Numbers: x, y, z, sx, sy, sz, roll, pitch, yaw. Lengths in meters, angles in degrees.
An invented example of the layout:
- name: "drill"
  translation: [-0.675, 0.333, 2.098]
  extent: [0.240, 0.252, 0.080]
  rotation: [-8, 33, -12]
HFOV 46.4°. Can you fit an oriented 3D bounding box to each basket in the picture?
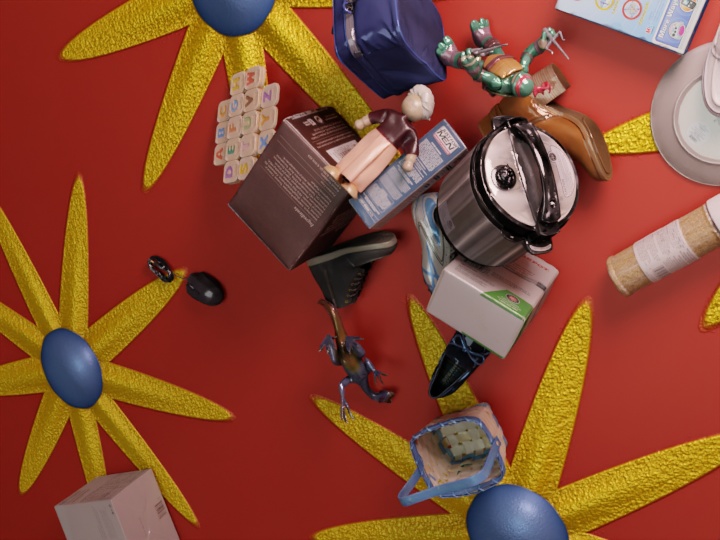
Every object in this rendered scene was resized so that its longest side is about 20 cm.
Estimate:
- name: "basket"
  translation: [0.166, 0.323, 1.439]
  extent: [0.174, 0.199, 0.141]
  rotation: [-24, 95, 33]

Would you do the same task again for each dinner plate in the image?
- name: "dinner plate"
  translation: [0.510, -0.219, 1.184]
  extent: [0.196, 0.024, 0.205]
  rotation: [10, 111, 27]

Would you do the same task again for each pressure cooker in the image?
- name: "pressure cooker"
  translation: [0.219, -0.111, 1.224]
  extent: [0.175, 0.180, 0.200]
  rotation: [37, 154, -4]

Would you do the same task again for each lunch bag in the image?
- name: "lunch bag"
  translation: [0.034, -0.359, 1.284]
  extent: [0.130, 0.199, 0.139]
  rotation: [-13, 67, 29]

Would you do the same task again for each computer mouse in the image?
- name: "computer mouse"
  translation: [-0.364, 0.021, 1.725]
  extent: [0.197, 0.034, 0.060]
  rotation: [22, 116, 21]

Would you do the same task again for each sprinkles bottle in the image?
- name: "sprinkles bottle"
  translation: [0.463, -0.036, 1.241]
  extent: [0.199, 0.068, 0.069]
  rotation: [-34, 89, 32]

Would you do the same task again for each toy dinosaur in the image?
- name: "toy dinosaur"
  translation: [0.002, 0.170, 1.546]
  extent: [0.103, 0.182, 0.204]
  rotation: [-15, 58, 15]

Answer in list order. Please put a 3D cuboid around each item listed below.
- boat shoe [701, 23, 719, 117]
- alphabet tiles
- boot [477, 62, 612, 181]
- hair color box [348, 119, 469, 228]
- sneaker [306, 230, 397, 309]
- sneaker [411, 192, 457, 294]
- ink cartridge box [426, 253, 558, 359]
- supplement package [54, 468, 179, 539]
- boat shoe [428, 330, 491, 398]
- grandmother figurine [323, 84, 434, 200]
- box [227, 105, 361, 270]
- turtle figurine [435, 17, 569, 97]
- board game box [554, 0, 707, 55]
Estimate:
- name: "boat shoe"
  translation: [0.501, -0.307, 1.116]
  extent: [0.072, 0.065, 0.205]
  rotation: [13, 101, 23]
- name: "alphabet tiles"
  translation: [-0.208, -0.259, 1.501]
  extent: [0.193, 0.014, 0.205]
  rotation: [-2, 82, 50]
- name: "boot"
  translation: [0.283, -0.194, 1.290]
  extent: [0.154, 0.073, 0.203]
  rotation: [-34, 80, 34]
- name: "hair color box"
  translation: [0.081, -0.152, 1.355]
  extent: [0.199, 0.100, 0.061]
  rotation: [-39, 86, 10]
- name: "sneaker"
  translation: [0.000, 0.000, 1.507]
  extent: [0.197, 0.075, 0.108]
  rotation: [-14, 104, 40]
- name: "sneaker"
  translation: [0.139, -0.031, 1.415]
  extent: [0.071, 0.072, 0.204]
  rotation: [-7, 104, 36]
- name: "ink cartridge box"
  translation: [0.212, 0.031, 1.323]
  extent: [0.145, 0.199, 0.084]
  rotation: [31, 122, 16]
- name: "supplement package"
  translation: [-0.563, 0.589, 1.950]
  extent: [0.197, 0.147, 0.195]
  rotation: [-14, 100, 31]
- name: "boat shoe"
  translation: [0.182, 0.151, 1.453]
  extent: [0.083, 0.068, 0.203]
  rotation: [31, 118, 16]
- name: "grandmother figurine"
  translation: [0.041, -0.200, 1.290]
  extent: [0.121, 0.061, 0.200]
  rotation: [43, 92, 7]
- name: "box"
  translation: [-0.087, -0.144, 1.444]
  extent: [0.164, 0.166, 0.201]
  rotation: [45, 120, 7]
- name: "turtle figurine"
  translation: [0.203, -0.304, 1.226]
  extent: [0.200, 0.147, 0.103]
  rotation: [45, 145, 48]
- name: "board game box"
  translation: [0.395, -0.429, 1.156]
  extent: [0.193, 0.056, 0.204]
  rotation: [27, 116, 19]
